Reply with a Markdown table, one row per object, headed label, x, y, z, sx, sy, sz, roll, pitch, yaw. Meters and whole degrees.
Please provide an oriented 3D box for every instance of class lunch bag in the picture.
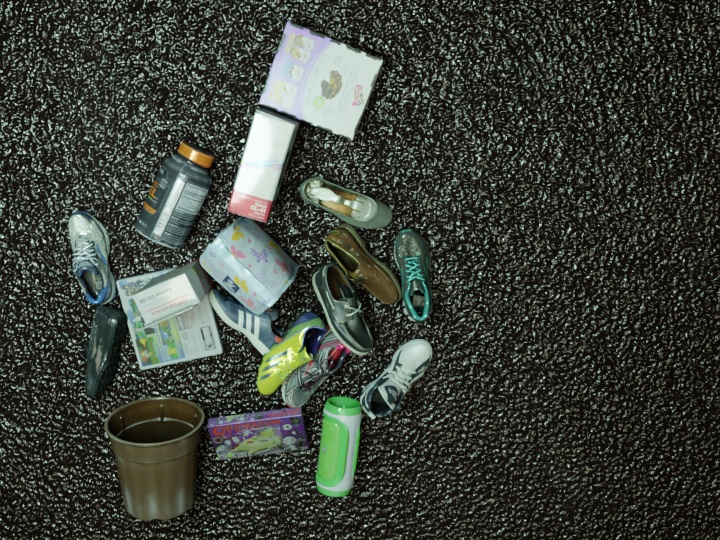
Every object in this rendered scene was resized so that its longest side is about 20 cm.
| label | x | y | z | sx | sy | sz | roll | pitch | yaw |
| --- | --- | --- | --- | --- | --- | --- | --- | --- | --- |
| lunch bag | -0.222 | -0.010 | 1.673 | 0.170 | 0.200 | 0.127 | 44 | 98 | -9 |

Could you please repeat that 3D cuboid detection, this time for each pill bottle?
| label | x | y | z | sx | sy | sz | roll | pitch | yaw |
| --- | --- | --- | --- | --- | --- | --- | --- | --- | --- |
| pill bottle | -0.364 | -0.154 | 1.691 | 0.106 | 0.106 | 0.200 | 26 | 99 | -5 |

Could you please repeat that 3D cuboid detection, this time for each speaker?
| label | x | y | z | sx | sy | sz | roll | pitch | yaw |
| --- | --- | --- | --- | --- | --- | --- | --- | --- | --- |
| speaker | -0.047 | 0.377 | 1.811 | 0.088 | 0.088 | 0.201 | 6 | 101 | -2 |

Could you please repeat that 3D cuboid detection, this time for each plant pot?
| label | x | y | z | sx | sy | sz | roll | pitch | yaw |
| --- | --- | --- | --- | --- | --- | --- | --- | --- | --- |
| plant pot | -0.424 | 0.398 | 1.766 | 0.200 | 0.200 | 0.199 | 1 | 108 | -1 |

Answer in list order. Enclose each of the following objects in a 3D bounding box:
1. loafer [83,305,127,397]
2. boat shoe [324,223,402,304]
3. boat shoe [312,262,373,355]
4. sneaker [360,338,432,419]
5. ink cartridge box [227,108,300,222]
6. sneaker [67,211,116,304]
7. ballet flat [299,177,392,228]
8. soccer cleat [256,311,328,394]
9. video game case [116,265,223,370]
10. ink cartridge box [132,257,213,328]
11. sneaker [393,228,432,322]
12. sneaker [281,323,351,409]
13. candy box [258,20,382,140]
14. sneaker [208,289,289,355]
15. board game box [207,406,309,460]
| label | x | y | z | sx | sy | sz | roll | pitch | yaw |
| --- | --- | --- | --- | --- | --- | --- | --- | --- | --- |
| loafer | -0.547 | 0.169 | 1.779 | 0.070 | 0.068 | 0.201 | 21 | 104 | 15 |
| boat shoe | 0.000 | 0.000 | 1.732 | 0.200 | 0.068 | 0.072 | 48 | 136 | -1 |
| boat shoe | -0.030 | 0.079 | 1.728 | 0.072 | 0.068 | 0.200 | -23 | 81 | -39 |
| sneaker | 0.078 | 0.234 | 1.760 | 0.199 | 0.130 | 0.080 | -40 | 100 | 7 |
| ink cartridge box | -0.189 | -0.207 | 1.660 | 0.085 | 0.148 | 0.201 | 19 | 102 | -4 |
| sneaker | -0.550 | -0.023 | 1.726 | 0.077 | 0.085 | 0.201 | -15 | 100 | 2 |
| ballet flat | -0.030 | -0.134 | 1.716 | 0.199 | 0.064 | 0.068 | 20 | 88 | -4 |
| soccer cleat | -0.141 | 0.177 | 1.728 | 0.200 | 0.084 | 0.065 | -55 | 141 | 3 |
| video game case | -0.400 | 0.097 | 1.785 | 0.182 | 0.022 | 0.201 | -12 | 102 | 2 |
| ink cartridge box | -0.369 | 0.043 | 1.660 | 0.116 | 0.200 | 0.068 | -24 | 101 | 4 |
| sneaker | 0.115 | 0.015 | 1.736 | 0.077 | 0.091 | 0.201 | -11 | 101 | 1 |
| sneaker | -0.095 | 0.207 | 1.768 | 0.081 | 0.075 | 0.200 | 25 | 103 | -38 |
| candy box | -0.077 | -0.371 | 1.667 | 0.199 | 0.072 | 0.168 | 22 | 100 | -4 |
| sneaker | -0.223 | 0.093 | 1.761 | 0.085 | 0.075 | 0.200 | -44 | 108 | 9 |
| board game box | -0.216 | 0.349 | 1.806 | 0.199 | 0.032 | 0.120 | -8 | 127 | 1 |
